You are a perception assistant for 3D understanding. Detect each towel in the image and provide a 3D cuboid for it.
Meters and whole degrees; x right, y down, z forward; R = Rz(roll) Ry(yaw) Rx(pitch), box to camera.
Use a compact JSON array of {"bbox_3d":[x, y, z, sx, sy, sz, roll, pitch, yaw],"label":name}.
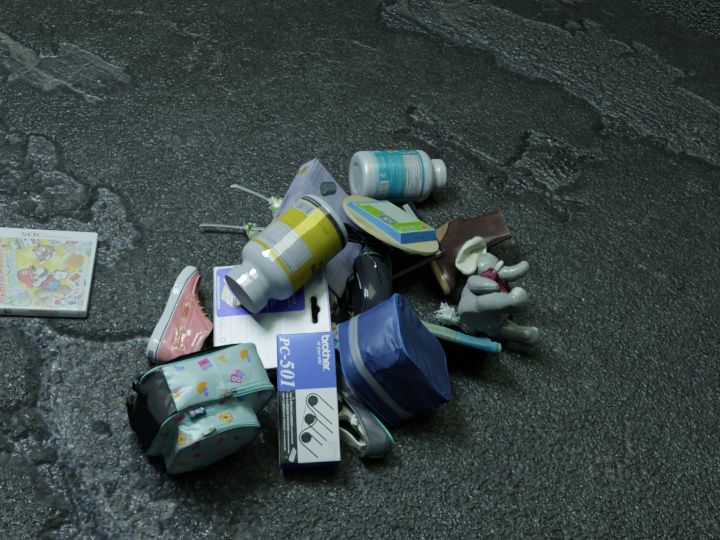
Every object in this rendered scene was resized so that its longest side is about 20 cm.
[{"bbox_3d":[0.146,0.109,1.483,0.197,0.022,0.147,16,0,2],"label":"towel"}]

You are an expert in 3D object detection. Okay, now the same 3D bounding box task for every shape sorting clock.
[{"bbox_3d":[0.056,-0.084,1.565,0.197,0.040,0.200,21,19,-7],"label":"shape sorting clock"}]

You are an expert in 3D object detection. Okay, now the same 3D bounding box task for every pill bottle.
[{"bbox_3d":[-0.123,-0.025,1.375,0.112,0.113,0.200,38,68,25],"label":"pill bottle"},{"bbox_3d":[0.082,-0.201,1.798,0.197,0.112,0.112,-4,44,-20],"label":"pill bottle"}]

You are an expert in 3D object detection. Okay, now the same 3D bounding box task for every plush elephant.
[{"bbox_3d":[0.245,0.033,1.546,0.197,0.165,0.156,2,56,33],"label":"plush elephant"}]

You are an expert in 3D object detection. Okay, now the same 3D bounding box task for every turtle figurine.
[{"bbox_3d":[-0.167,-0.106,1.603,0.200,0.145,0.193,40,43,22],"label":"turtle figurine"}]

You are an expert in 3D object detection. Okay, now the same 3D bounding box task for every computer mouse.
[{"bbox_3d":[0.000,0.000,1.454,0.139,0.046,0.202,22,50,-23],"label":"computer mouse"}]

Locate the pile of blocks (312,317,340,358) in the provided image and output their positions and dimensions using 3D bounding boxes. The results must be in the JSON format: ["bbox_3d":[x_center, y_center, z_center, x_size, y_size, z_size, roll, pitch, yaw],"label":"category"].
[{"bbox_3d":[-0.074,0.128,1.442,0.196,0.063,0.083,6,54,3],"label":"pile of blocks"}]

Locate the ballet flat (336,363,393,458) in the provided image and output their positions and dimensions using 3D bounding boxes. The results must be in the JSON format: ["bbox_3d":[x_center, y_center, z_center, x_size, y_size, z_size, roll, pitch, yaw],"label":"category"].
[{"bbox_3d":[-0.027,0.222,1.344,0.072,0.074,0.200,-20,54,-32],"label":"ballet flat"}]

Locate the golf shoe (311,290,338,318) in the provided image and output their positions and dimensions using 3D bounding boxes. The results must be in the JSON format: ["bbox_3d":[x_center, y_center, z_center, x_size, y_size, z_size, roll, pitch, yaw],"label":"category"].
[{"bbox_3d":[-0.132,0.049,1.508,0.198,0.092,0.073,16,73,26],"label":"golf shoe"}]

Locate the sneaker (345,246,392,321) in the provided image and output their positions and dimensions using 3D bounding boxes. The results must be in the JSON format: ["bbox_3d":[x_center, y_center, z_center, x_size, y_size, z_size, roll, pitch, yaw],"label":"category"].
[{"bbox_3d":[0.015,0.016,1.534,0.070,0.080,0.202,4,54,12],"label":"sneaker"}]

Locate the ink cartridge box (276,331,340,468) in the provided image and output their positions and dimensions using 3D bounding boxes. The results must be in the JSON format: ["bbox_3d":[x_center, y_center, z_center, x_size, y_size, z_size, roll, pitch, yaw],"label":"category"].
[{"bbox_3d":[-0.081,0.198,1.299,0.092,0.044,0.203,-3,69,-2],"label":"ink cartridge box"}]

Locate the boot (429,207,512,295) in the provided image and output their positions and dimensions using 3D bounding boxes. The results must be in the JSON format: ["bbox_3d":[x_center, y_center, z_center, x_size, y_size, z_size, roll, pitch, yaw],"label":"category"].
[{"bbox_3d":[0.217,-0.045,1.648,0.164,0.073,0.201,-20,35,11],"label":"boot"}]

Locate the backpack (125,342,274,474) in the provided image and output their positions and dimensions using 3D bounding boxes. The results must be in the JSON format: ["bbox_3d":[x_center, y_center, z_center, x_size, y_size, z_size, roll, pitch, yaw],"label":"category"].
[{"bbox_3d":[-0.223,0.197,1.238,0.198,0.176,0.154,-24,70,-34],"label":"backpack"}]

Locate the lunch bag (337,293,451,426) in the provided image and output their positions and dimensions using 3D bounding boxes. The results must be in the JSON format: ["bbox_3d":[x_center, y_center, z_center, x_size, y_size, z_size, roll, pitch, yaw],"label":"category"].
[{"bbox_3d":[0.052,0.153,1.358,0.131,0.200,0.137,-26,38,19],"label":"lunch bag"}]

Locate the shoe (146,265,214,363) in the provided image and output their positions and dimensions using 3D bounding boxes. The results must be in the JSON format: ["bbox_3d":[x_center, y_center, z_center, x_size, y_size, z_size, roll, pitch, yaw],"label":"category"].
[{"bbox_3d":[-0.286,0.082,1.424,0.090,0.072,0.202,15,47,0],"label":"shoe"}]

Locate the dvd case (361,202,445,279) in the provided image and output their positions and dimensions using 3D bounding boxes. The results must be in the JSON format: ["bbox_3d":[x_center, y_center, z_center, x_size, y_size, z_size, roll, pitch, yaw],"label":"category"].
[{"bbox_3d":[0.045,-0.042,1.635,0.198,0.016,0.149,-26,51,-8],"label":"dvd case"}]

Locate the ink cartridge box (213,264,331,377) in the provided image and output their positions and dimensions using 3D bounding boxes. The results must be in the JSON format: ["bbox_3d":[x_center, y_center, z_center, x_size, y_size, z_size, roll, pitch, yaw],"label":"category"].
[{"bbox_3d":[-0.147,0.080,1.404,0.196,0.044,0.201,-5,61,0],"label":"ink cartridge box"}]

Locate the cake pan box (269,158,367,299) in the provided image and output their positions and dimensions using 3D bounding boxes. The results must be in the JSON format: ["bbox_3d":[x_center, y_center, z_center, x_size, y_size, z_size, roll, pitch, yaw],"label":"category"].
[{"bbox_3d":[-0.074,-0.071,1.554,0.184,0.052,0.202,45,49,-30],"label":"cake pan box"}]

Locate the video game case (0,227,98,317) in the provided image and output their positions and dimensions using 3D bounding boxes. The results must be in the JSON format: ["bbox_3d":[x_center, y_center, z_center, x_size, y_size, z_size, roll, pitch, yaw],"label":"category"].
[{"bbox_3d":[-0.561,0.001,1.467,0.179,0.023,0.202,3,43,-12],"label":"video game case"}]
